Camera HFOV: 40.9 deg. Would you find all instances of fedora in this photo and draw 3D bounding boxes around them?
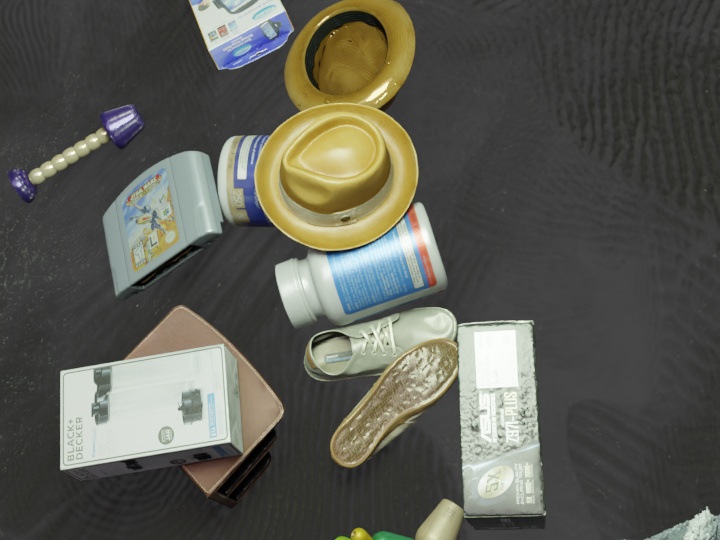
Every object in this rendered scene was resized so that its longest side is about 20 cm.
[{"bbox_3d":[-0.005,-0.263,1.267,0.196,0.082,0.205,-11,60,19],"label":"fedora"},{"bbox_3d":[-0.029,-0.124,1.122,0.196,0.082,0.205,-1,71,2],"label":"fedora"}]

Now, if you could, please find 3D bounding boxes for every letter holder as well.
[{"bbox_3d":[-0.186,0.160,1.171,0.199,0.101,0.142,41,81,20],"label":"letter holder"}]

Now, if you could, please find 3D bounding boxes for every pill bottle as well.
[{"bbox_3d":[-0.074,-0.114,1.230,0.195,0.116,0.118,0,71,12],"label":"pill bottle"},{"bbox_3d":[0.000,0.000,1.179,0.196,0.112,0.114,-19,69,3],"label":"pill bottle"}]

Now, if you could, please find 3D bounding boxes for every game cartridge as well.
[{"bbox_3d":[-0.261,-0.063,1.248,0.198,0.041,0.136,-30,69,31],"label":"game cartridge"}]

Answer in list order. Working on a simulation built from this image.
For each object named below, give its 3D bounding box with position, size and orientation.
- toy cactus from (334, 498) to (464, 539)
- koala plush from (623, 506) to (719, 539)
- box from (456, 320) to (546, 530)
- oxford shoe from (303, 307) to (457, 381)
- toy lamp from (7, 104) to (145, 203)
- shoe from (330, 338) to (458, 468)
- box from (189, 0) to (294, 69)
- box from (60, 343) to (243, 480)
[{"bbox_3d":[0.061,0.331,1.076,0.197,0.103,0.166,24,68,26],"label":"toy cactus"},{"bbox_3d":[0.351,0.319,0.955,0.181,0.200,0.180,-28,68,0],"label":"koala plush"},{"bbox_3d":[0.156,0.175,1.062,0.084,0.164,0.205,-4,72,10],"label":"box"},{"bbox_3d":[0.023,0.090,1.175,0.196,0.058,0.077,-13,67,5],"label":"oxford shoe"},{"bbox_3d":[-0.391,-0.165,1.345,0.198,0.058,0.059,-32,68,2],"label":"toy lamp"},{"bbox_3d":[0.041,0.155,1.151,0.199,0.053,0.070,-41,79,-5],"label":"shoe"},{"bbox_3d":[-0.169,-0.359,1.339,0.117,0.042,0.202,-27,47,2],"label":"box"},{"bbox_3d":[-0.237,0.162,1.093,0.195,0.060,0.119,-9,68,5],"label":"box"}]
